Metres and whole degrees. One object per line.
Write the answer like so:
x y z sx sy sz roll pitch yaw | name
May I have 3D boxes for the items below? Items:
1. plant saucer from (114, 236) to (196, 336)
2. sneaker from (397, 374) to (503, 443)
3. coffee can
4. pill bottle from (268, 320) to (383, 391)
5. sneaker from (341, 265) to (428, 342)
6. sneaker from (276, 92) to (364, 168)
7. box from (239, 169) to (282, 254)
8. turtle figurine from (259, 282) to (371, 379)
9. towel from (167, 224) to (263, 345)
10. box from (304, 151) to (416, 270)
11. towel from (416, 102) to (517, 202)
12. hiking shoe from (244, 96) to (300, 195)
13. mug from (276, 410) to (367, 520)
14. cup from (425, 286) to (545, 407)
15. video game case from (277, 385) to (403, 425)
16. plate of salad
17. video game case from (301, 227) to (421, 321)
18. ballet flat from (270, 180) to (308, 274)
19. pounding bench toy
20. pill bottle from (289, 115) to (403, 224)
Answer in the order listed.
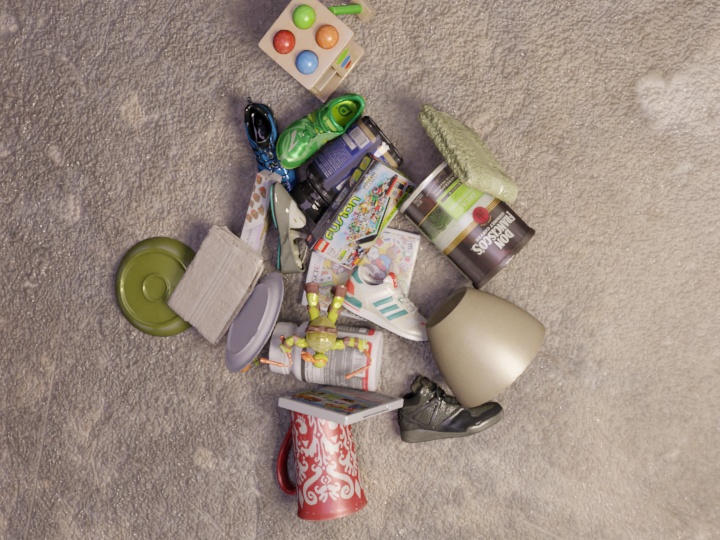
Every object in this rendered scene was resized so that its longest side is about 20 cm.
-0.402 0.034 1.417 0.198 0.031 0.202 1 94 8 | plant saucer
0.161 0.249 1.322 0.198 0.076 0.115 -10 98 14 | sneaker
0.188 -0.087 1.266 0.200 0.146 0.146 45 98 4 | coffee can
-0.062 0.156 1.331 0.198 0.114 0.115 7 94 8 | pill bottle
0.061 0.058 1.306 0.199 0.070 0.094 24 102 10 | sneaker
-0.074 -0.265 1.304 0.200 0.084 0.074 -40 99 -8 | sneaker
-0.195 -0.090 1.345 0.038 0.041 0.201 23 114 7 | box
-0.078 0.104 1.256 0.198 0.064 0.163 0 69 6 | turtle figurine
-0.274 0.024 1.354 0.132 0.034 0.201 38 104 13 | towel
0.000 -0.102 1.280 0.110 0.035 0.201 24 111 -35 | box
0.183 -0.204 1.226 0.037 0.148 0.201 -47 50 29 | towel
-0.176 -0.220 1.342 0.074 0.087 0.201 -23 90 9 | hiking shoe
-0.087 0.350 1.339 0.176 0.133 0.202 -8 88 7 | mug
0.197 0.114 1.238 0.143 0.200 0.200 45 98 -6 | cup
-0.031 0.234 1.268 0.142 0.199 0.018 9 94 31 | video game case
-0.191 0.099 1.324 0.048 0.200 0.201 28 98 -26 | plate of salad
0.000 0.000 1.360 0.198 0.023 0.184 13 95 7 | video game case
-0.128 -0.078 1.322 0.063 0.068 0.201 2 128 3 | ballet flat
-0.062 -0.429 1.280 0.124 0.156 0.200 41 97 4 | pounding bench toy
-0.029 -0.179 1.308 0.200 0.112 0.112 -39 87 7 | pill bottle
